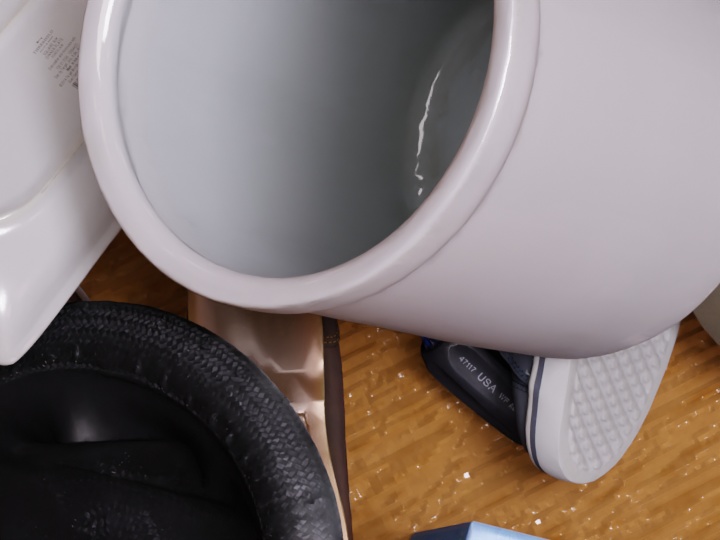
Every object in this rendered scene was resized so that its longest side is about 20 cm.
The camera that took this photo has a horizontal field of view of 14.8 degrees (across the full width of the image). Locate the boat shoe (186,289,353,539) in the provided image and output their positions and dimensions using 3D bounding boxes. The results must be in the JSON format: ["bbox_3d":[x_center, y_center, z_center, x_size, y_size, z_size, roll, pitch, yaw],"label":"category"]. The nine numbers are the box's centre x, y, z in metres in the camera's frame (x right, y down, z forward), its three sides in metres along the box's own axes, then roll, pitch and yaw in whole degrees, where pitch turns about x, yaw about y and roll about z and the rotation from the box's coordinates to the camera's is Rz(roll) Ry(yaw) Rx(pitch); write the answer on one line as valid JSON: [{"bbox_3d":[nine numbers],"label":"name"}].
[{"bbox_3d":[-0.035,0.082,1.046,0.070,0.070,0.201,3,81,2],"label":"boat shoe"}]

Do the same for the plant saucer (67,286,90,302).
[{"bbox_3d":[-0.185,0.061,1.001,0.199,0.032,0.201,-16,129,-21],"label":"plant saucer"}]

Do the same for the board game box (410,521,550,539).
[{"bbox_3d":[0.120,0.134,1.018,0.199,0.151,0.037,14,82,-5],"label":"board game box"}]

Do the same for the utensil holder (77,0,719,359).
[{"bbox_3d":[0.031,-0.058,0.942,0.169,0.200,0.171,-7,78,34],"label":"utensil holder"}]

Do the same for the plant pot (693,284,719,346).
[{"bbox_3d":[0.239,-0.035,0.993,0.186,0.200,0.188,-4,98,-30],"label":"plant pot"}]

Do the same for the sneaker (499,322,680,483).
[{"bbox_3d":[0.083,-0.022,1.069,0.079,0.078,0.201,12,88,36],"label":"sneaker"}]

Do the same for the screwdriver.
[{"bbox_3d":[0.000,0.000,1.058,0.200,0.029,0.028,39,36,-15],"label":"screwdriver"}]

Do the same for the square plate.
[{"bbox_3d":[-0.146,-0.093,0.967,0.198,0.028,0.200,32,61,8],"label":"square plate"}]

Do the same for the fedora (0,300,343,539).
[{"bbox_3d":[-0.073,0.107,0.962,0.200,0.091,0.202,-7,76,30],"label":"fedora"}]
